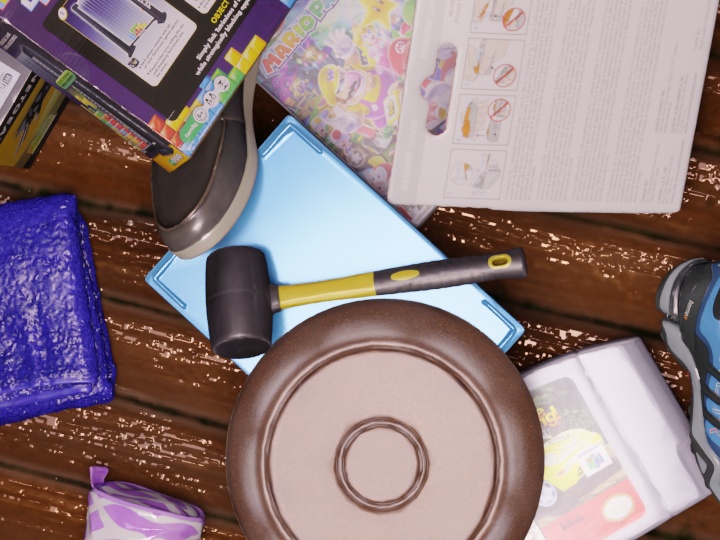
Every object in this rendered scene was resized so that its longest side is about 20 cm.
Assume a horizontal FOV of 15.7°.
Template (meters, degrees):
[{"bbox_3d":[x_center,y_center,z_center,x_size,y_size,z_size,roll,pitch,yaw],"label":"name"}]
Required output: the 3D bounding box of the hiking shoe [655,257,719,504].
[{"bbox_3d":[0.253,0.087,1.669,0.074,0.087,0.201,-29,100,-28],"label":"hiking shoe"}]

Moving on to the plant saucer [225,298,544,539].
[{"bbox_3d":[0.014,0.118,1.610,0.199,0.032,0.201,0,92,4],"label":"plant saucer"}]

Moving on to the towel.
[{"bbox_3d":[-0.271,0.037,1.743,0.199,0.050,0.149,-12,91,4],"label":"towel"}]

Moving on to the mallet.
[{"bbox_3d":[0.000,0.000,1.599,0.199,0.041,0.066,-15,66,2],"label":"mallet"}]

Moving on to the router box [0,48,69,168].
[{"bbox_3d":[-0.199,-0.164,1.681,0.052,0.157,0.201,31,94,3],"label":"router box"}]

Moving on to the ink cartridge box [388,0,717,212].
[{"bbox_3d":[0.118,-0.119,1.648,0.199,0.047,0.161,1,115,-16],"label":"ink cartridge box"}]

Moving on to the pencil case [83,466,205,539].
[{"bbox_3d":[-0.166,0.238,1.726,0.085,0.084,0.201,19,91,27],"label":"pencil case"}]

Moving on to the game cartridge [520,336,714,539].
[{"bbox_3d":[0.122,0.134,1.722,0.199,0.041,0.134,-31,85,4],"label":"game cartridge"}]

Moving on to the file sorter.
[{"bbox_3d":[-0.013,0.020,1.686,0.200,0.123,0.139,42,94,2],"label":"file sorter"}]

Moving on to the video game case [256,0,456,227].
[{"bbox_3d":[0.012,-0.147,1.730,0.200,0.018,0.143,43,94,6],"label":"video game case"}]

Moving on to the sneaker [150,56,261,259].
[{"bbox_3d":[-0.122,-0.106,1.626,0.075,0.106,0.201,-25,45,31],"label":"sneaker"}]

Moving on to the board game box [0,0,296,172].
[{"bbox_3d":[-0.120,-0.188,1.567,0.165,0.057,0.200,36,74,-9],"label":"board game box"}]
